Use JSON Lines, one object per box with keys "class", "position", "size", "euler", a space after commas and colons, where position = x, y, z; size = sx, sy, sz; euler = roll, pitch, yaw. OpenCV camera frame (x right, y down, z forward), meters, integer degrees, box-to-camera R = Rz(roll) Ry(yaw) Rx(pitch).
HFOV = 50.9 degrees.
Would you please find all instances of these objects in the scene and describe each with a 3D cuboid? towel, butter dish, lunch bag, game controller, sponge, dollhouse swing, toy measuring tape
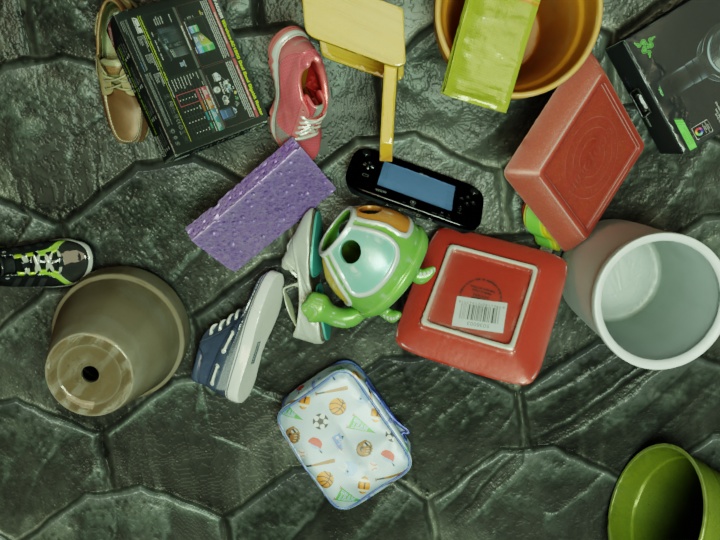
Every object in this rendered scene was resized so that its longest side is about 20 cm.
{"class": "towel", "position": [0.160, -0.294, 0.881], "size": [0.085, 0.018, 0.202], "euler": [16, 99, 0]}
{"class": "butter dish", "position": [0.171, 0.068, 1.067], "size": [0.198, 0.148, 0.201], "euler": [15, 65, 18]}
{"class": "lunch bag", "position": [-0.017, 0.245, 1.132], "size": [0.160, 0.076, 0.201], "euler": [-34, 96, 4]}
{"class": "game controller", "position": [0.077, -0.112, 1.059], "size": [0.198, 0.105, 0.042], "euler": [19, 122, -1]}
{"class": "sponge", "position": [-0.138, -0.088, 1.069], "size": [0.199, 0.112, 0.030], "euler": [-39, 54, 6]}
{"class": "dollhouse swing", "position": [-0.017, -0.253, 0.988], "size": [0.180, 0.200, 0.178], "euler": [18, 100, -1]}
{"class": "toy measuring tape", "position": [0.254, -0.045, 1.075], "size": [0.073, 0.074, 0.202], "euler": [15, 100, -1]}

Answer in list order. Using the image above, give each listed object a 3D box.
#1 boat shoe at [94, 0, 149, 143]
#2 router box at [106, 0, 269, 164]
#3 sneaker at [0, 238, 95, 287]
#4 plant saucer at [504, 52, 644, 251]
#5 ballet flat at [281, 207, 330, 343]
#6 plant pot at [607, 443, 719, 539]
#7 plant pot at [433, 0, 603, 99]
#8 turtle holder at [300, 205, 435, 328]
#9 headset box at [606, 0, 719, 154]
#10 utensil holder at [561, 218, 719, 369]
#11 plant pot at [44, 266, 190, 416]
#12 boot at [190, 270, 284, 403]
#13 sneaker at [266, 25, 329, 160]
{"class": "boat shoe", "position": [-0.339, -0.280, 1.058], "size": [0.075, 0.074, 0.202], "euler": [-4, 99, 3]}
{"class": "router box", "position": [-0.233, -0.266, 1.029], "size": [0.149, 0.062, 0.202], "euler": [-26, 99, -27]}
{"class": "sneaker", "position": [-0.490, -0.002, 1.103], "size": [0.198, 0.083, 0.073], "euler": [-6, 99, 2]}
{"class": "plant saucer", "position": [0.296, -0.150, 0.998], "size": [0.200, 0.037, 0.201], "euler": [40, 82, -42]}
{"class": "ballet flat", "position": [-0.084, 0.011, 1.104], "size": [0.069, 0.069, 0.202], "euler": [-4, 102, 3]}
{"class": "plant pot", "position": [0.497, 0.378, 1.089], "size": [0.191, 0.200, 0.202], "euler": [22, 99, -14]}
{"class": "plant pot", "position": [0.188, -0.321, 0.978], "size": [0.198, 0.183, 0.203], "euler": [0, 99, 1]}
{"class": "turtle holder", "position": [0.004, -0.009, 1.053], "size": [0.131, 0.142, 0.185], "euler": [34, 132, -21]}
{"class": "headset box", "position": [0.456, -0.276, 1.022], "size": [0.199, 0.093, 0.175], "euler": [-30, 96, 7]}
{"class": "utensil holder", "position": [0.366, 0.021, 1.016], "size": [0.168, 0.200, 0.172], "euler": [0, 100, -1]}
{"class": "plant pot", "position": [-0.352, 0.112, 1.061], "size": [0.197, 0.174, 0.202], "euler": [-1, 106, -3]}
{"class": "boot", "position": [-0.184, 0.086, 1.117], "size": [0.090, 0.073, 0.202], "euler": [19, 89, 18]}
{"class": "sneaker", "position": [-0.079, -0.217, 1.015], "size": [0.073, 0.087, 0.201], "euler": [-24, 137, -22]}
